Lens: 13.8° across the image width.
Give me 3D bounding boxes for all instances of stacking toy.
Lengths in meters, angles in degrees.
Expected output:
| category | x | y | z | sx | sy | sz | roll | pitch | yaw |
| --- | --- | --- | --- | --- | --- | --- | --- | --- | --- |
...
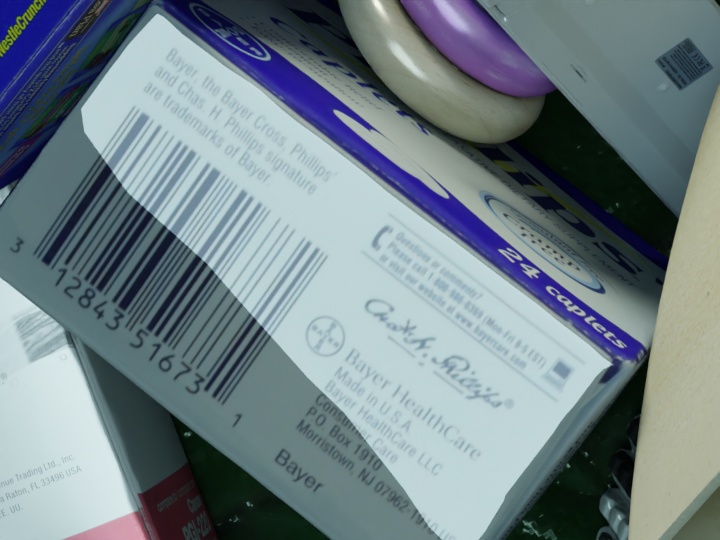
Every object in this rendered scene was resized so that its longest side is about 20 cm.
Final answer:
| category | x | y | z | sx | sy | sz | roll | pitch | yaw |
| --- | --- | --- | --- | --- | --- | --- | --- | --- | --- |
| stacking toy | 0.082 | -0.131 | 0.936 | 0.085 | 0.085 | 0.200 | 48 | 121 | 3 |

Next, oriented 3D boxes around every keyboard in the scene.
| category | x | y | z | sx | sy | sz | roll | pitch | yaw |
| --- | --- | --- | --- | --- | --- | --- | --- | --- | --- |
| keyboard | 0.098 | -0.063 | 0.965 | 0.056 | 0.200 | 0.011 | -39 | 54 | 8 |

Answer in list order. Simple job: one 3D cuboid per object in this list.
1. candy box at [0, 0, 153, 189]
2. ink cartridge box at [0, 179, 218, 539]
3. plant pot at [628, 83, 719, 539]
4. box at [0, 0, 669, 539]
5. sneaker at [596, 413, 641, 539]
| category | x | y | z | sx | sy | sz | roll | pitch | yaw |
| --- | --- | --- | --- | --- | --- | --- | --- | --- | --- |
| candy box | -0.085 | -0.106 | 0.954 | 0.077 | 0.200 | 0.169 | 48 | 127 | 4 |
| ink cartridge box | -0.153 | 0.046 | 1.067 | 0.145 | 0.085 | 0.201 | -21 | 93 | 12 |
| plant pot | 0.199 | -0.013 | 0.867 | 0.199 | 0.178 | 0.200 | 14 | 138 | -19 |
| box | 0.000 | 0.000 | 0.973 | 0.184 | 0.200 | 0.105 | 38 | 102 | 5 |
| sneaker | 0.147 | 0.050 | 1.019 | 0.081 | 0.075 | 0.201 | 22 | 110 | -20 |
